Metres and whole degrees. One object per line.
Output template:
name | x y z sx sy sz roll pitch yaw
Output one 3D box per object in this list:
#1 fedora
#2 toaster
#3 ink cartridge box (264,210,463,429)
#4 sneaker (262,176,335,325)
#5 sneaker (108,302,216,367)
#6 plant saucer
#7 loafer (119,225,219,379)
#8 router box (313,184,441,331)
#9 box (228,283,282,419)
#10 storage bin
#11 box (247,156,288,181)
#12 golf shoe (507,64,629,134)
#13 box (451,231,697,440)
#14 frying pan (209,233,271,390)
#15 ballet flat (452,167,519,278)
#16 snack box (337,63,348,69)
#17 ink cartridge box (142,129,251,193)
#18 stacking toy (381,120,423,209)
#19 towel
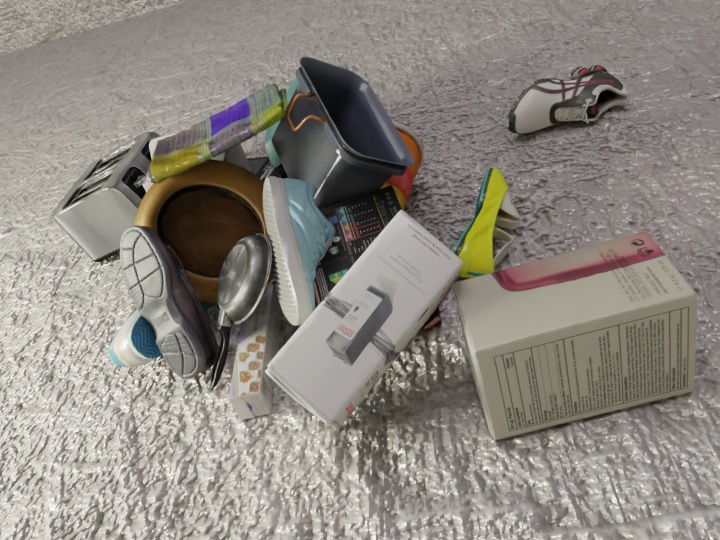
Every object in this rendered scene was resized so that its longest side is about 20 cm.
fedora | -0.198 -0.051 0.921 0.200 0.201 0.082 -24 1 -7
toaster | -0.402 -0.123 1.160 0.200 0.119 0.181 -20 34 27
ink cartridge box | 0.006 0.057 0.688 0.085 0.146 0.200 40 80 11
sneaker | -0.064 -0.031 0.809 0.082 0.074 0.201 -3 63 -18
sneaker | -0.265 0.054 0.930 0.081 0.077 0.200 -25 17 36
plant saucer | -0.116 -0.274 1.168 0.200 0.036 0.200 -50 23 30
loafer | -0.237 0.037 0.855 0.072 0.200 0.063 -25 -2 26
router box | 0.000 0.000 0.852 0.149 0.062 0.200 -18 51 0
box | -0.127 0.095 0.844 0.039 0.042 0.200 -13 37 8
storage bin | -0.045 -0.169 0.926 0.145 0.134 0.200 5 46 -41
box | -0.223 -0.149 1.216 0.199 0.036 0.143 -2 40 25
golf shoe | 0.332 -0.269 1.093 0.200 0.077 0.088 -26 43 -9
box | 0.203 0.063 0.660 0.199 0.128 0.109 -15 35 5
frying pan | -0.163 0.038 0.840 0.190 0.031 0.115 -58 34 17
ballet flat | 0.174 -0.060 0.904 0.067 0.067 0.200 18 49 12
snack box | -0.025 -0.248 1.164 0.053 0.143 0.200 -13 36 8
ink cartridge box | -0.229 -0.111 1.024 0.128 0.200 0.125 -15 35 6
stacking toy | 0.025 -0.108 0.999 0.146 0.146 0.200 -10 54 12
towel | -0.189 -0.185 0.901 0.200 0.023 0.144 -24 30 6
